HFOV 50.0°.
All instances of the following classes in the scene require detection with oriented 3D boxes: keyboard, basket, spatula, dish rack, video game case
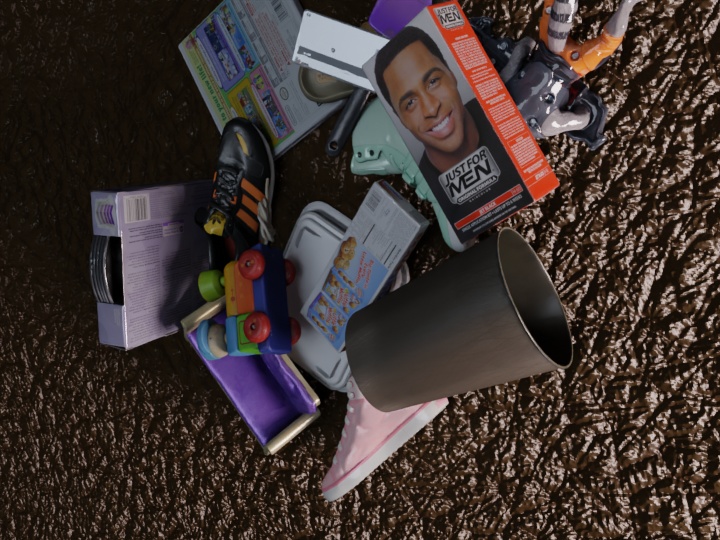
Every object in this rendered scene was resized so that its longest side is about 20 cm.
[{"bbox_3d":[0.023,-0.213,0.806,0.196,0.011,0.057,22,104,8],"label":"keyboard"},{"bbox_3d":[0.092,0.062,0.792,0.197,0.179,0.139,-23,57,26],"label":"basket"},{"bbox_3d":[0.012,-0.212,0.825,0.056,0.021,0.203,29,109,3],"label":"spatula"},{"bbox_3d":[-0.045,0.037,0.952,0.170,0.043,0.203,34,114,20],"label":"dish rack"},{"bbox_3d":[-0.126,-0.248,0.964,0.180,0.022,0.203,-31,83,30],"label":"video game case"}]

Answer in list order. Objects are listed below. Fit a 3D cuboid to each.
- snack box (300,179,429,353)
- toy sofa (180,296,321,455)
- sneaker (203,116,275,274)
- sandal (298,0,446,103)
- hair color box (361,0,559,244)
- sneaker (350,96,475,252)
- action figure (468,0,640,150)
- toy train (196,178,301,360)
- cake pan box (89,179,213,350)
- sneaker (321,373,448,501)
[{"bbox_3d":[0.000,0.000,0.864,0.072,0.024,0.202,43,125,17],"label":"snack box"},{"bbox_3d":[-0.138,0.125,0.969,0.201,0.082,0.098,53,160,9],"label":"toy sofa"},{"bbox_3d":[-0.156,-0.082,0.952,0.068,0.090,0.205,14,117,20],"label":"sneaker"},{"bbox_3d":[0.012,-0.244,0.857,0.196,0.054,0.082,-20,88,19],"label":"sandal"},{"bbox_3d":[0.095,-0.141,0.743,0.101,0.061,0.203,-31,89,44],"label":"hair color box"},{"bbox_3d":[0.054,-0.103,0.851,0.116,0.073,0.205,-21,78,24],"label":"sneaker"},{"bbox_3d":[0.164,-0.212,0.750,0.199,0.104,0.196,39,125,24],"label":"action figure"},{"bbox_3d":[-0.144,0.003,0.918,0.113,0.084,0.205,-13,77,25],"label":"toy train"},{"bbox_3d":[-0.253,-0.015,0.973,0.051,0.199,0.189,4,103,26],"label":"cake pan box"},{"bbox_3d":[0.005,0.181,0.926,0.200,0.075,0.105,-45,80,20],"label":"sneaker"}]
